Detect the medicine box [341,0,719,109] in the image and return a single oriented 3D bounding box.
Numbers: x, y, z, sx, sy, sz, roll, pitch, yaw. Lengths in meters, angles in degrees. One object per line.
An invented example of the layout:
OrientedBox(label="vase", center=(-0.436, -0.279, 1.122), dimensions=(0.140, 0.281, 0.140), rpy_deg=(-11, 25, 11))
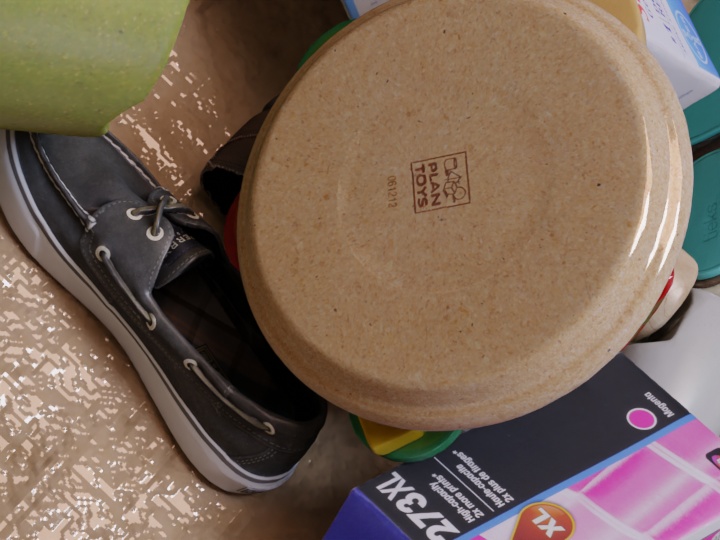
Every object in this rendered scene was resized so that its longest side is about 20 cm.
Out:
OrientedBox(label="medicine box", center=(0.058, -0.154, 1.324), dimensions=(0.200, 0.103, 0.182), rpy_deg=(18, 45, -64))

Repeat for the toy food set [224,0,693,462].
OrientedBox(label="toy food set", center=(0.038, -0.028, 1.155), dimensions=(0.049, 0.198, 0.200), rpy_deg=(42, 24, -62))

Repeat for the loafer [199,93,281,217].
OrientedBox(label="loafer", center=(0.000, 0.000, 1.232), dimensions=(0.071, 0.073, 0.200), rpy_deg=(-28, 46, -23))

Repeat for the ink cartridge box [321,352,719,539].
OrientedBox(label="ink cartridge box", center=(0.064, 0.106, 1.153), dimensions=(0.200, 0.037, 0.095), rpy_deg=(-26, 54, -32))

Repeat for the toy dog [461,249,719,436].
OrientedBox(label="toy dog", center=(0.118, 0.078, 1.293), dimensions=(0.200, 0.096, 0.132), rpy_deg=(-35, 87, -29))

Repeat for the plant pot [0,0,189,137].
OrientedBox(label="plant pot", center=(-0.171, -0.135, 1.135), dimensions=(0.184, 0.200, 0.201), rpy_deg=(13, 54, -29))

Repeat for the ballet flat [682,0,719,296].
OrientedBox(label="ballet flat", center=(0.188, -0.052, 1.437), dimensions=(0.069, 0.069, 0.200), rpy_deg=(25, 52, -20))

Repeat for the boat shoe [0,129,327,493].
OrientedBox(label="boat shoe", center=(-0.081, 0.001, 1.207), dimensions=(0.069, 0.057, 0.200), rpy_deg=(-30, 80, -43))
